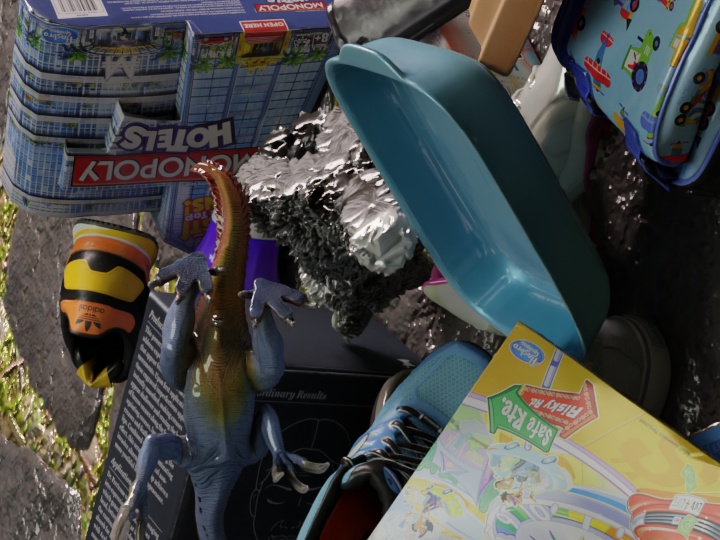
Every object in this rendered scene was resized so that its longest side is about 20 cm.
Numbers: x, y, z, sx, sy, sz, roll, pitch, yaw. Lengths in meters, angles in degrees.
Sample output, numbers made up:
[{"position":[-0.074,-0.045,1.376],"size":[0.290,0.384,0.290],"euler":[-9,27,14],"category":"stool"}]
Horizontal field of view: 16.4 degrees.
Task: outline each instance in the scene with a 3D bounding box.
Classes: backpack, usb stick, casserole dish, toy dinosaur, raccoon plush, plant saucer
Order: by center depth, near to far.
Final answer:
[{"position":[0.164,-0.146,1.149],"size":[0.183,0.134,0.200],"euler":[-66,32,27],"category":"backpack"},{"position":[0.093,-0.187,1.151],"size":[0.200,0.032,0.201],"euler":[23,-90,-89],"category":"plant saucer"},{"position":[0.057,-0.039,1.197],"size":[0.039,0.200,0.121],"euler":[-43,32,-16],"category":"casserole dish"},{"position":[-0.061,0.077,1.335],"size":[0.200,0.105,0.182],"euler":[-77,-8,-46],"category":"toy dinosaur"},{"position":[0.068,-0.175,1.336],"size":[0.200,0.033,0.056],"euler":[-31,61,22],"category":"usb stick"},{"position":[0.000,0.000,1.364],"size":[0.200,0.097,0.134],"euler":[-103,-14,-60],"category":"raccoon plush"}]

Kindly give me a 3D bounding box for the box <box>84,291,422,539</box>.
[{"position":[-0.064,0.127,1.469],"size":[0.107,0.148,0.200],"euler":[41,120,53],"category":"box"}]

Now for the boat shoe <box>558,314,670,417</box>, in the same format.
[{"position":[0.092,0.112,1.284],"size":[0.070,0.071,0.201],"euler":[46,124,52],"category":"boat shoe"}]

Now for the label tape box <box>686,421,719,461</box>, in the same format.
[{"position":[0.120,0.179,1.197],"size":[0.200,0.063,0.144],"euler":[-26,66,16],"category":"label tape box"}]

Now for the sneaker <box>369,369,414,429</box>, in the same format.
[{"position":[0.020,0.162,1.394],"size":[0.106,0.075,0.200],"euler":[-32,59,52],"category":"sneaker"}]

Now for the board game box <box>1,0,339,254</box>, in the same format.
[{"position":[-0.123,-0.085,1.602],"size":[0.062,0.200,0.200],"euler":[-118,30,-45],"category":"board game box"}]

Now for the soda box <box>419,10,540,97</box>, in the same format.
[{"position":[0.050,-0.120,1.402],"size":[0.068,0.063,0.200],"euler":[-58,39,36],"category":"soda box"}]

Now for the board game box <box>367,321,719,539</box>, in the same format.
[{"position":[0.115,0.134,1.153],"size":[0.200,0.034,0.135],"euler":[35,93,27],"category":"board game box"}]

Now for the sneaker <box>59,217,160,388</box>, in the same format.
[{"position":[-0.167,0.044,1.647],"size":[0.200,0.070,0.090],"euler":[87,-164,-65],"category":"sneaker"}]

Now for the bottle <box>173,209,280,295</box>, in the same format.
[{"position":[-0.095,0.050,1.614],"size":[0.084,0.065,0.200],"euler":[42,120,53],"category":"bottle"}]

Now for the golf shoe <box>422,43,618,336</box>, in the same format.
[{"position":[0.084,-0.057,1.281],"size":[0.075,0.091,0.200],"euler":[-45,-33,-70],"category":"golf shoe"}]

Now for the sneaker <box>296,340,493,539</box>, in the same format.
[{"position":[0.022,0.117,1.291],"size":[0.200,0.078,0.090],"euler":[-60,-12,-27],"category":"sneaker"}]
